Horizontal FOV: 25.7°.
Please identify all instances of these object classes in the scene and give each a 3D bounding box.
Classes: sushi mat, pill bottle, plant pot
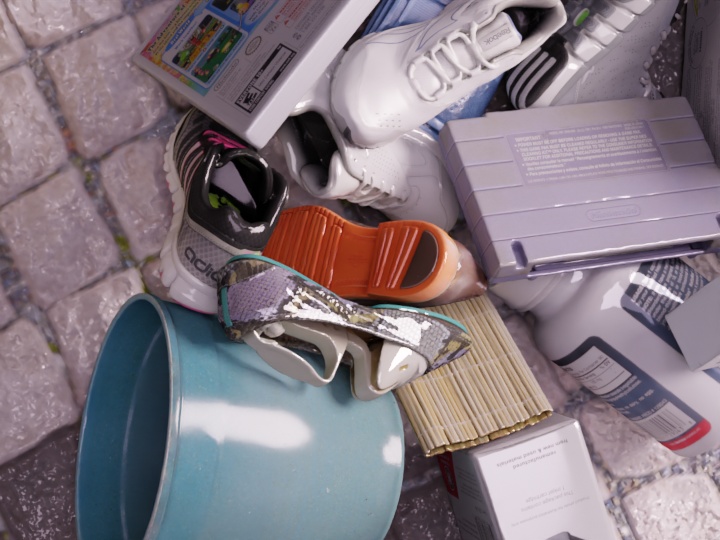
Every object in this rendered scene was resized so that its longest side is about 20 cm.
[{"bbox_3d":[0.055,0.044,1.142,0.095,0.012,0.200,-17,51,-12],"label":"sushi mat"},{"bbox_3d":[0.199,0.035,1.177,0.200,0.120,0.120,37,83,-7],"label":"pill bottle"},{"bbox_3d":[-0.079,0.128,1.098,0.187,0.200,0.201,9,87,-25],"label":"plant pot"}]

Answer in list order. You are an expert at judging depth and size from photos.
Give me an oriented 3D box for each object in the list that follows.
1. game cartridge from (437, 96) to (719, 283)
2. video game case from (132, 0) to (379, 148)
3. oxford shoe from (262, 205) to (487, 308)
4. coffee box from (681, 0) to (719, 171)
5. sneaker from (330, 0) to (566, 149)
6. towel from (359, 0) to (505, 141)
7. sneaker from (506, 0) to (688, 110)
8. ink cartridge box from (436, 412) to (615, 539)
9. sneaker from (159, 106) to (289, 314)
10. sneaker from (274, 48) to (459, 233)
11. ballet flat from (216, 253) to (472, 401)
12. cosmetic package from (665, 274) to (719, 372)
[{"bbox_3d":[0.164,-0.061,1.130,0.199,0.038,0.130,-7,57,-19],"label":"game cartridge"},{"bbox_3d":[-0.057,-0.195,1.108,0.200,0.182,0.024,-52,130,-2],"label":"video game case"},{"bbox_3d":[0.000,0.000,1.129,0.073,0.199,0.072,25,79,-47],"label":"oxford shoe"},{"bbox_3d":[0.366,-0.165,1.172,0.199,0.198,0.201,4,88,-10],"label":"coffee box"},{"bbox_3d":[0.060,-0.152,1.100,0.200,0.087,0.075,-37,105,-29],"label":"sneaker"},{"bbox_3d":[0.071,-0.188,1.196,0.111,0.049,0.201,32,83,-9],"label":"towel"},{"bbox_3d":[0.211,-0.174,1.195,0.200,0.075,0.115,-44,125,13],"label":"sneaker"},{"bbox_3d":[0.130,0.207,1.146,0.085,0.148,0.201,-20,94,-10],"label":"ink cartridge box"},{"bbox_3d":[-0.090,-0.062,1.098,0.074,0.200,0.087,28,126,-23],"label":"sneaker"},{"bbox_3d":[-0.006,-0.075,1.133,0.200,0.078,0.100,40,42,-27],"label":"sneaker"},{"bbox_3d":[-0.011,0.050,1.051,0.200,0.072,0.072,19,85,-31],"label":"ballet flat"},{"bbox_3d":[0.334,0.003,1.102,0.199,0.151,0.052,-9,64,-37],"label":"cosmetic package"}]
